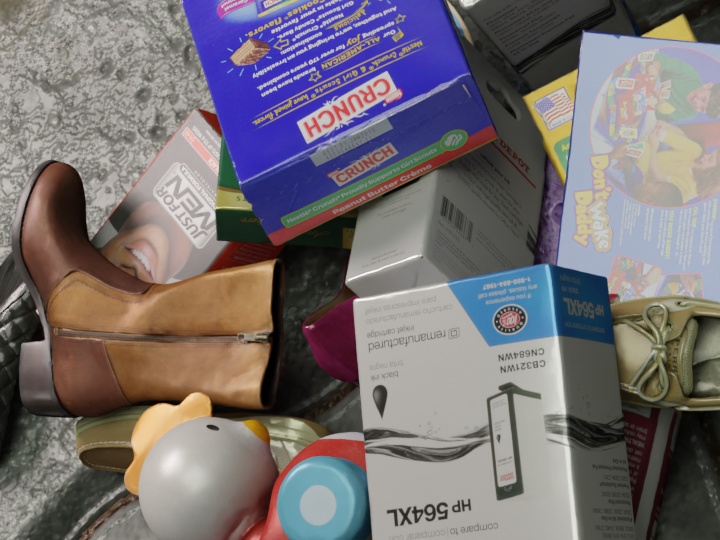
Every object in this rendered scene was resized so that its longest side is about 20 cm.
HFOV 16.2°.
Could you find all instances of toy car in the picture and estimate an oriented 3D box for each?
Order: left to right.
[{"bbox_3d":[-0.071,0.146,1.673,0.200,0.184,0.177,43,98,20],"label":"toy car"}]

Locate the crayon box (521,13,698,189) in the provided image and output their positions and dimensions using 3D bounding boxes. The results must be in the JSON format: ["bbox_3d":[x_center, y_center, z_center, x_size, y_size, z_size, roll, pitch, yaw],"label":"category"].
[{"bbox_3d":[0.208,-0.053,1.693,0.125,0.052,0.201,-27,80,6],"label":"crayon box"}]

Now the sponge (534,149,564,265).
[{"bbox_3d":[0.112,0.013,1.758,0.200,0.030,0.112,-48,60,0],"label":"sponge"}]

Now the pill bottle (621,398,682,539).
[{"bbox_3d":[0.137,0.155,1.645,0.114,0.114,0.201,8,74,25],"label":"pill bottle"}]

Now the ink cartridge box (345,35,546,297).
[{"bbox_3d":[0.062,-0.045,1.705,0.067,0.116,0.200,-21,42,33],"label":"ink cartridge box"}]

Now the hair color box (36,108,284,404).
[{"bbox_3d":[-0.135,-0.007,1.828,0.200,0.061,0.102,-51,59,16],"label":"hair color box"}]

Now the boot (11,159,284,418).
[{"bbox_3d":[-0.147,0.008,1.758,0.199,0.068,0.189,-6,74,28],"label":"boot"}]

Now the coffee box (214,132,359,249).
[{"bbox_3d":[-0.034,-0.110,1.764,0.122,0.044,0.201,5,58,1],"label":"coffee box"}]

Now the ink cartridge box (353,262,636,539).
[{"bbox_3d":[0.083,0.108,1.556,0.146,0.084,0.201,-11,77,28],"label":"ink cartridge box"}]

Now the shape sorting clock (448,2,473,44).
[{"bbox_3d":[-0.009,-0.129,1.842,0.199,0.039,0.201,-12,57,20],"label":"shape sorting clock"}]

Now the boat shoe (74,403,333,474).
[{"bbox_3d":[-0.116,0.137,1.783,0.199,0.074,0.067,0,66,24],"label":"boat shoe"}]

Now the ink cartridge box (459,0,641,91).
[{"bbox_3d":[0.113,-0.215,1.737,0.084,0.200,0.146,-28,63,11],"label":"ink cartridge box"}]

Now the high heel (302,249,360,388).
[{"bbox_3d":[0.000,0.000,1.743,0.067,0.096,0.200,-33,35,22],"label":"high heel"}]

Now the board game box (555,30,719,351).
[{"bbox_3d":[0.201,-0.049,1.644,0.134,0.045,0.201,6,85,10],"label":"board game box"}]

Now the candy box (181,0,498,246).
[{"bbox_3d":[-0.018,-0.140,1.678,0.169,0.077,0.200,-24,49,7],"label":"candy box"}]

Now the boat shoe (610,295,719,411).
[{"bbox_3d":[0.226,0.054,1.573,0.200,0.063,0.073,9,86,8],"label":"boat shoe"}]

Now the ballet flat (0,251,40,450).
[{"bbox_3d":[-0.264,0.052,1.903,0.066,0.057,0.201,3,64,53],"label":"ballet flat"}]
